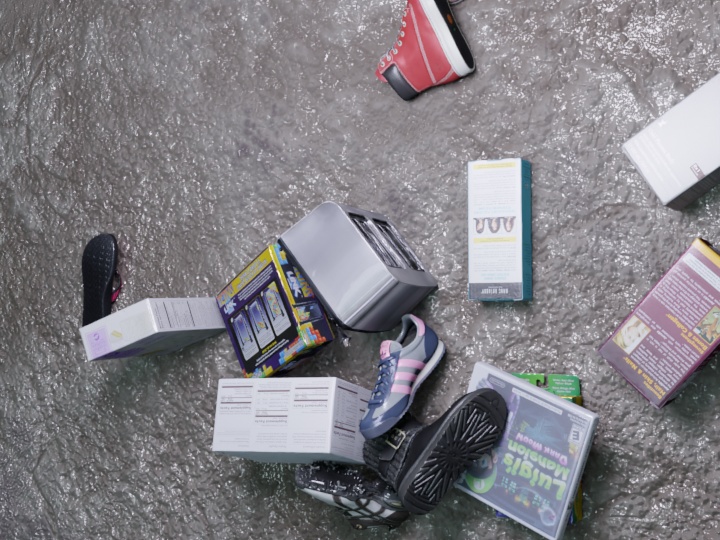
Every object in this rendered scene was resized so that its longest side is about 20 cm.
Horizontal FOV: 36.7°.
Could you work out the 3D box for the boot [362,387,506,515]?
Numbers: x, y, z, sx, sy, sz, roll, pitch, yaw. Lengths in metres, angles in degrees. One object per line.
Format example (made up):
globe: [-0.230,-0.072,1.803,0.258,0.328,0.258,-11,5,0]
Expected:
boot: [0.097,0.225,1.530,0.211,0.079,0.158,-48,28,1]

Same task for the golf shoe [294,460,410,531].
golf shoe: [-0.011,0.338,1.579,0.095,0.200,0.078,-65,23,21]

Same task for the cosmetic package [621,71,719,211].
cosmetic package: [0.456,-0.177,1.406,0.200,0.090,0.107,-40,69,23]

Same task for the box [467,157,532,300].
box: [0.200,-0.057,1.552,0.082,0.049,0.201,-1,88,27]

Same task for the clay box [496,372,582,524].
clay box: [0.248,0.245,1.517,0.115,0.048,0.201,-2,89,29]

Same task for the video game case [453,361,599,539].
video game case: [0.215,0.245,1.488,0.200,0.023,0.182,23,104,39]

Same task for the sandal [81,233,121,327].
sandal: [-0.447,0.027,1.887,0.075,0.045,0.200,22,113,31]

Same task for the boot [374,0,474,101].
boot: [0.064,-0.357,1.598,0.144,0.072,0.200,-19,101,28]

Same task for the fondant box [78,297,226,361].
fondant box: [-0.323,0.092,1.728,0.144,0.200,0.058,-22,78,25]

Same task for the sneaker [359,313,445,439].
sneaker: [0.043,0.148,1.548,0.070,0.200,0.082,-15,121,47]

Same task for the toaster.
toaster: [0.000,0.000,1.578,0.119,0.181,0.200,-43,70,18]

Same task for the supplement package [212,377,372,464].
supplement package: [-0.093,0.227,1.622,0.200,0.156,0.111,-3,73,27]

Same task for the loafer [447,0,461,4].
loafer: [0.169,-0.482,1.574,0.072,0.063,0.200,43,107,20]

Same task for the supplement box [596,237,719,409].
supplement box: [0.420,0.069,1.415,0.110,0.086,0.200,44,107,21]

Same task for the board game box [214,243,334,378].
board game box: [-0.136,0.071,1.670,0.200,0.057,0.166,-37,69,50]
